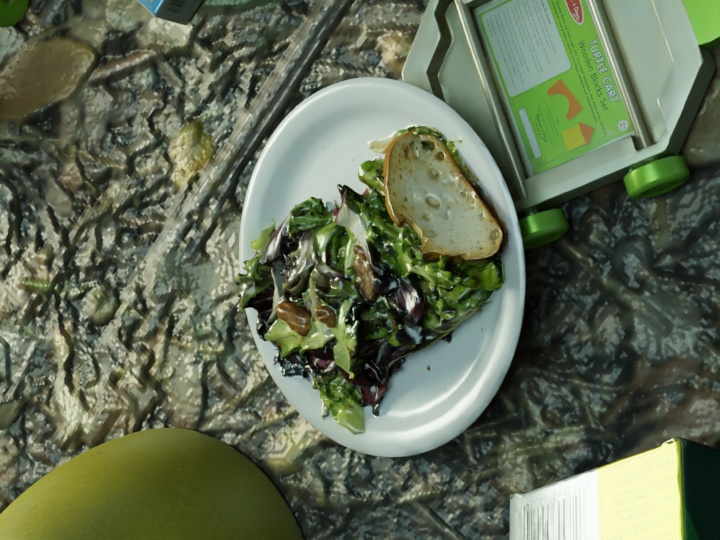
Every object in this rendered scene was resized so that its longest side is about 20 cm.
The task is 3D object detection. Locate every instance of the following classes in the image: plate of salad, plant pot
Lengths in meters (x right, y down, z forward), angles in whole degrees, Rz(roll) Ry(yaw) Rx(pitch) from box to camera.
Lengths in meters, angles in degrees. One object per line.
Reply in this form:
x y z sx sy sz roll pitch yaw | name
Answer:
0.000 0.000 0.850 0.199 0.048 0.202 7 100 40 | plate of salad
-0.144 0.190 0.887 0.198 0.142 0.202 -2 87 28 | plant pot

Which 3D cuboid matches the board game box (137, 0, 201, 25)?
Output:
-0.101 -0.265 0.941 0.134 0.034 0.201 42 108 23 | board game box

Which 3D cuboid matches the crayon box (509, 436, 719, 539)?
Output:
0.121 0.190 0.732 0.127 0.050 0.202 -29 50 51 | crayon box

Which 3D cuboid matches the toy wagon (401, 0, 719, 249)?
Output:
0.117 -0.108 0.814 0.199 0.039 0.156 -23 78 25 | toy wagon

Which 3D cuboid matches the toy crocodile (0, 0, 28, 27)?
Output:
-0.261 -0.142 1.009 0.067 0.062 0.202 21 98 27 | toy crocodile
